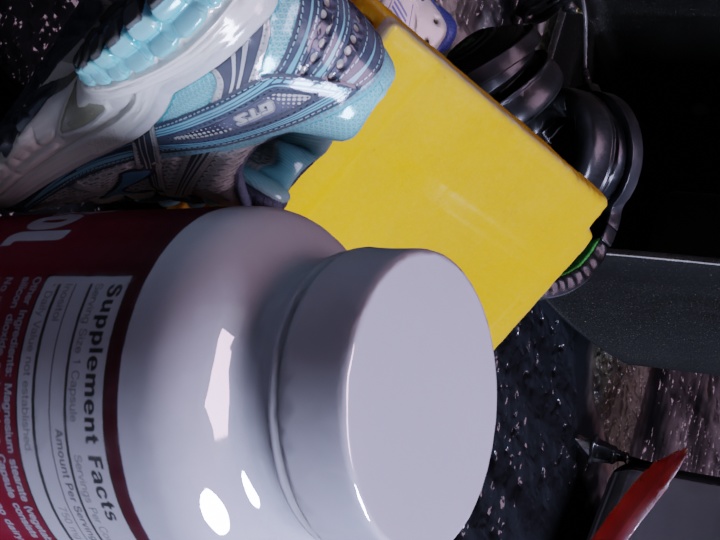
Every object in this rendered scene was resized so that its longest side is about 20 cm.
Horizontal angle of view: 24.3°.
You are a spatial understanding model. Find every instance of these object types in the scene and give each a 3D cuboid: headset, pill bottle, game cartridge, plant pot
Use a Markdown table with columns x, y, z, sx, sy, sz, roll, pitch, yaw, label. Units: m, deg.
| x | y | z | sx | sy | sz | roll | pitch | yaw | label |
| --- | --- | --- | --- | --- | --- | --- | --- | --- | --- |
| 0.083 | -0.077 | 0.864 | 0.123 | 0.094 | 0.201 | 35 | 64 | -26 | headset |
| -0.064 | 0.038 | 0.512 | 0.113 | 0.199 | 0.114 | 1 | 88 | -58 | pill bottle |
| 0.000 | 0.000 | 0.681 | 0.176 | 0.032 | 0.200 | -48 | 145 | 8 | game cartridge |
| 0.211 | -0.041 | 0.970 | 0.178 | 0.198 | 0.201 | 62 | 40 | -52 | plant pot |

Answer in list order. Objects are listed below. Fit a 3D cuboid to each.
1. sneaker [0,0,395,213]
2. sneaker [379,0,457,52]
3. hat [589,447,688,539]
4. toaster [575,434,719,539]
| x | y | z | sx | sy | sz | roll | pitch | yaw | label |
| --- | --- | --- | --- | --- | --- | --- | --- | --- | --- |
| -0.061 | -0.044 | 0.528 | 0.086 | 0.200 | 0.078 | 35 | 66 | -18 | sneaker |
| -0.007 | -0.117 | 0.693 | 0.075 | 0.088 | 0.201 | -123 | -153 | -69 | sneaker |
| 0.065 | 0.211 | 0.701 | 0.166 | 0.175 | 0.201 | -57 | 134 | -63 | hat |
| 0.216 | 0.210 | 0.974 | 0.119 | 0.199 | 0.181 | -58 | 143 | -36 | toaster |
